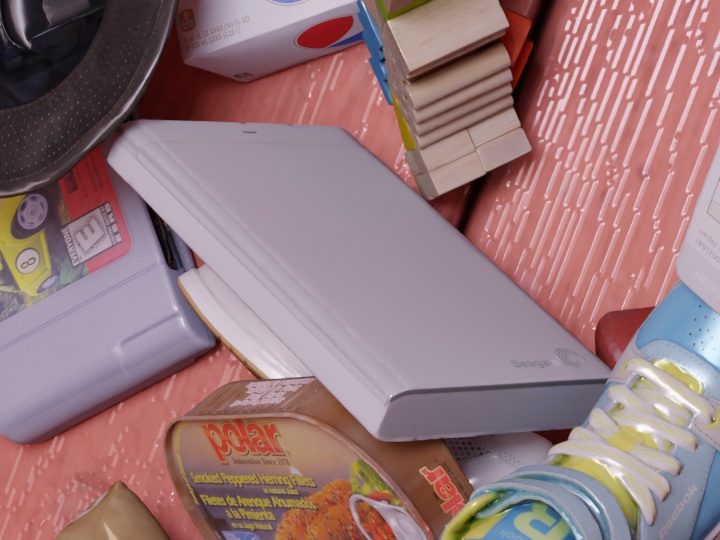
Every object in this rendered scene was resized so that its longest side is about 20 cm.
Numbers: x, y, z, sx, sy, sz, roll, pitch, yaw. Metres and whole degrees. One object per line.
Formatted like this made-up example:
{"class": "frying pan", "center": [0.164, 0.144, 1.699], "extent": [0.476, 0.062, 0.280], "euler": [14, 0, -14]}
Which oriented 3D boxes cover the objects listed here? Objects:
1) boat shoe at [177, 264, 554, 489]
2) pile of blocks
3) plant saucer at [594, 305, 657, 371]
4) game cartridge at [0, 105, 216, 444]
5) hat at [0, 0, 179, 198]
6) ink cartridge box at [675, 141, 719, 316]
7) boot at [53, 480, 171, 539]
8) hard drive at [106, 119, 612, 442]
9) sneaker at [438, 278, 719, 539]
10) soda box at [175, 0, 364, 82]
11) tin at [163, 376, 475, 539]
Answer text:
{"class": "boat shoe", "center": [0.005, 0.045, 1.180], "extent": [0.200, 0.071, 0.069], "euler": [37, 86, 28]}
{"class": "pile of blocks", "center": [0.035, -0.109, 1.125], "extent": [0.062, 0.200, 0.082], "euler": [-24, 56, -7]}
{"class": "plant saucer", "center": [0.185, 0.105, 1.076], "extent": [0.198, 0.037, 0.202], "euler": [-7, 81, 26]}
{"class": "game cartridge", "center": [-0.155, -0.028, 1.282], "extent": [0.133, 0.041, 0.201], "euler": [-29, 73, 26]}
{"class": "hat", "center": [-0.145, -0.113, 1.196], "extent": [0.199, 0.081, 0.202], "euler": [-9, 67, 20]}
{"class": "ink cartridge box", "center": [0.206, -0.034, 0.951], "extent": [0.162, 0.050, 0.201], "euler": [45, 136, 32]}
{"class": "boot", "center": [-0.057, 0.171, 1.172], "extent": [0.200, 0.066, 0.176], "euler": [50, 130, 22]}
{"class": "hard drive", "center": [0.000, 0.000, 1.120], "extent": [0.200, 0.131, 0.026], "euler": [43, 121, 38]}
{"class": "sneaker", "center": [0.100, 0.076, 1.029], "extent": [0.079, 0.130, 0.201], "euler": [29, 97, 26]}
{"class": "soda box", "center": [0.012, -0.146, 1.191], "extent": [0.199, 0.064, 0.069], "euler": [-17, 78, 25]}
{"class": "tin", "center": [-0.014, 0.096, 1.134], "extent": [0.112, 0.042, 0.200], "euler": [55, 154, -16]}
